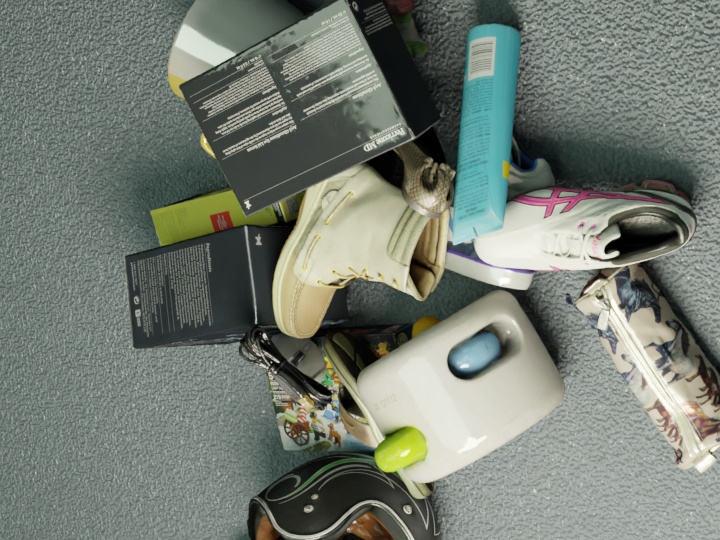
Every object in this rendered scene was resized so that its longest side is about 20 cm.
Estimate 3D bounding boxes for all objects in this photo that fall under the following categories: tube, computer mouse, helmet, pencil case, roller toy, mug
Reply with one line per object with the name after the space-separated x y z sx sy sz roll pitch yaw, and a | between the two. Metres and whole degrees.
0.115 -0.127 1.221 0.077 0.050 0.201 -24 56 62 | tube
-0.070 0.093 1.391 0.110 0.200 0.044 39 92 -1 | computer mouse
-0.011 0.293 1.443 0.200 0.190 0.201 168 90 -71 | helmet
0.273 0.085 1.216 0.078 0.089 0.201 -37 83 39 | pencil case
0.095 0.107 1.300 0.182 0.200 0.140 -32 86 18 | roller toy
-0.093 -0.201 1.379 0.153 0.150 0.187 31 156 15 | mug

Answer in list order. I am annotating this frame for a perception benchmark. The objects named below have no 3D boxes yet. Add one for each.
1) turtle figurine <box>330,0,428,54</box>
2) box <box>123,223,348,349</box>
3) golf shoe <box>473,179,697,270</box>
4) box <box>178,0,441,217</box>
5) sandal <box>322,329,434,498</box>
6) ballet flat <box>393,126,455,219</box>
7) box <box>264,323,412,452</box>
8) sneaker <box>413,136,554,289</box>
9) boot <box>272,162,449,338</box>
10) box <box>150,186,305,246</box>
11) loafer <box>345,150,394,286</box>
0.016 -0.292 1.243 0.199 0.144 0.195 9 115 39 | turtle figurine
-0.137 0.020 1.452 0.199 0.148 0.108 -13 81 40 | box
0.197 -0.037 1.181 0.199 0.092 0.073 -9 105 12 | golf shoe
-0.048 -0.155 1.230 0.199 0.079 0.142 -22 97 30 | box
0.010 0.156 1.390 0.057 0.080 0.202 -27 93 22 | sandal
0.058 -0.120 1.265 0.067 0.200 0.046 22 119 -19 | ballet flat
-0.017 0.134 1.487 0.199 0.038 0.137 -6 103 38 | box
0.105 -0.076 1.304 0.199 0.080 0.147 22 105 40 | sneaker
0.000 0.000 1.301 0.154 0.072 0.201 30 110 33 | boot
-0.141 -0.069 1.487 0.199 0.075 0.050 -9 100 38 | box
-0.011 -0.080 1.389 0.067 0.076 0.201 25 111 31 | loafer
